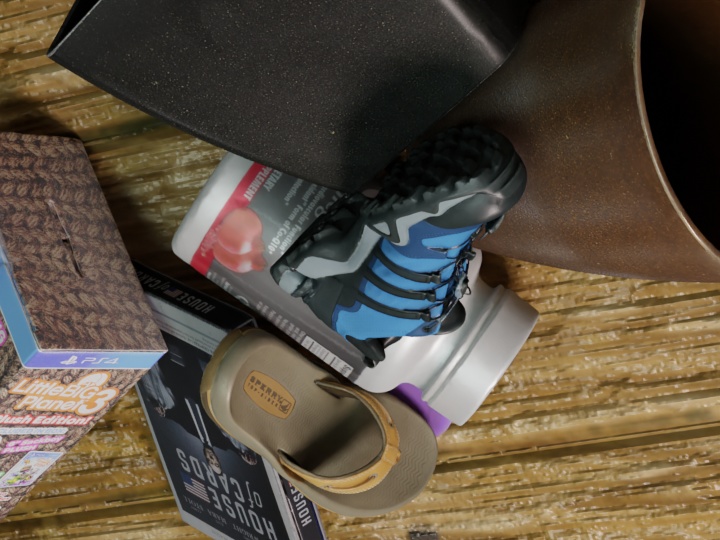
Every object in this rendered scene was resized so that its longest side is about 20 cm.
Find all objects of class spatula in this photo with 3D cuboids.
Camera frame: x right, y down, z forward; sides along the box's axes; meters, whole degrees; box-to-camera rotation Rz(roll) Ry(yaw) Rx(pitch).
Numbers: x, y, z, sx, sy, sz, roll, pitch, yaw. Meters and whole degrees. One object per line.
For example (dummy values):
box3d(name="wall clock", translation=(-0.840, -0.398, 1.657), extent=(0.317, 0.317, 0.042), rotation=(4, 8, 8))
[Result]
box3d(name="spatula", translation=(-0.037, 0.061, 1.468), extent=(0.199, 0.021, 0.057), rotation=(18, 128, 13))

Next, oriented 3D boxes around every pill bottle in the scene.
box3d(name="pill bottle", translation=(0.000, 0.000, 1.365), extent=(0.200, 0.111, 0.111), rotation=(35, 125, 0))

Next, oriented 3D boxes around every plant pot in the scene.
box3d(name="plant pot", translation=(-0.015, -0.165, 1.241), extent=(0.177, 0.200, 0.200), rotation=(38, 125, -16))
box3d(name="plant pot", translation=(0.126, -0.073, 1.248), extent=(0.199, 0.187, 0.188), rotation=(-12, 114, 43))

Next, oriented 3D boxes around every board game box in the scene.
box3d(name="board game box", translation=(-0.234, 0.038, 1.446), extent=(0.200, 0.097, 0.160), rotation=(-43, 59, 35))

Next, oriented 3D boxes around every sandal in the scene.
box3d(name="sandal", translation=(-0.015, 0.094, 1.378), extent=(0.054, 0.081, 0.200), rotation=(13, 165, 42))

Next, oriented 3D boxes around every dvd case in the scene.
box3d(name="dvd case", translation=(-0.088, 0.095, 1.452), extent=(0.150, 0.025, 0.201), rotation=(22, 136, 48))

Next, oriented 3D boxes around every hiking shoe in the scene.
box3d(name="hiking shoe", translation=(0.037, -0.013, 1.231), extent=(0.087, 0.074, 0.200), rotation=(47, 148, -10))
